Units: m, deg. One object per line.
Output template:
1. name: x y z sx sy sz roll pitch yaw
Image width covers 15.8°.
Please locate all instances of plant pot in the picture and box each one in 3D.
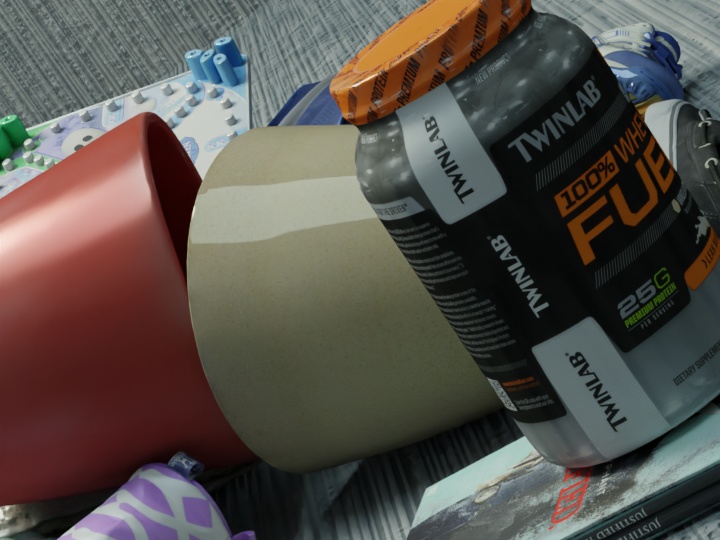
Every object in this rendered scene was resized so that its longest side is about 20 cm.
1. plant pot: -0.158 0.036 1.434 0.176 0.202 0.201 -21 14 7
2. plant pot: 0.044 0.004 1.347 0.199 0.188 0.187 -8 26 32

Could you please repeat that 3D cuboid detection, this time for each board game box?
1. board game box: -0.166 -0.062 1.676 0.199 0.026 0.201 -18 36 10

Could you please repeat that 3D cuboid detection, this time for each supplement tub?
1. supplement tub: 0.079 -0.025 1.143 0.122 0.201 0.123 -33 13 9

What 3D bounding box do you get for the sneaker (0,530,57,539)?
1. sneaker: -0.229 0.228 1.434 0.200 0.078 0.140 -36 10 46

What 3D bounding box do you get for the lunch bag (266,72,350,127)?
1. lunch bag: 0.000 -0.050 1.693 0.132 0.136 0.200 -26 17 38

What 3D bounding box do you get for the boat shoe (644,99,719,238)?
1. boat shoe: 0.186 -0.046 1.365 0.066 0.070 0.200 -13 15 14

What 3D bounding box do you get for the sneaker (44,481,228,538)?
1. sneaker: -0.120 0.117 1.549 0.080 0.071 0.200 -3 35 50

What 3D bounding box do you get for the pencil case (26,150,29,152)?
1. pencil case: -0.179 0.013 1.781 0.084 0.202 0.092 -5 1 0

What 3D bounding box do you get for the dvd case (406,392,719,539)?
1. dvd case: 0.101 0.095 1.158 0.199 0.022 0.146 -29 14 23

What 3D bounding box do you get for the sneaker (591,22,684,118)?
1. sneaker: 0.172 -0.129 1.674 0.088 0.075 0.200 -37 13 -9

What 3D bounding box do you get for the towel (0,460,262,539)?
1. towel: -0.165 0.092 1.524 0.199 0.035 0.133 -21 50 -3

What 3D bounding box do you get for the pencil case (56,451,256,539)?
1. pencil case: -0.143 0.187 1.340 0.085 0.084 0.200 30 57 30
